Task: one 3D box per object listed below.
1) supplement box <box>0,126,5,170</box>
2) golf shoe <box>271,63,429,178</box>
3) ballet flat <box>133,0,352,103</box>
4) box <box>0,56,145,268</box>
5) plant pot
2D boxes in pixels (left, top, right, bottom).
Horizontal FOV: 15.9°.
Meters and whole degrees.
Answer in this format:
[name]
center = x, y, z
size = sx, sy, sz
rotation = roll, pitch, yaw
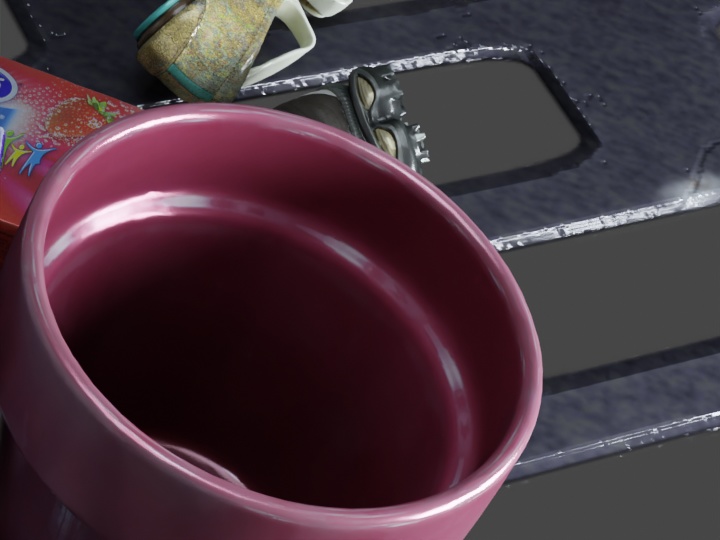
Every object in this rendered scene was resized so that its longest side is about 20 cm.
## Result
[supplement box]
center = -0.195, 0.043, 0.952
size = 0.103, 0.200, 0.101
rotation = 8, 47, -12
[golf shoe]
center = 0.000, 0.000, 1.154
size = 0.094, 0.078, 0.200
rotation = -16, 50, -7
[ballet flat]
center = -0.039, -0.142, 1.278
size = 0.071, 0.071, 0.200
rotation = 30, 46, 11
[box]
center = -0.187, -0.034, 1.097
size = 0.200, 0.100, 0.096
rotation = 20, 45, 3
[plant pot]
center = -0.056, 0.066, 0.975
size = 0.200, 0.179, 0.200
rotation = 15, 45, -16
